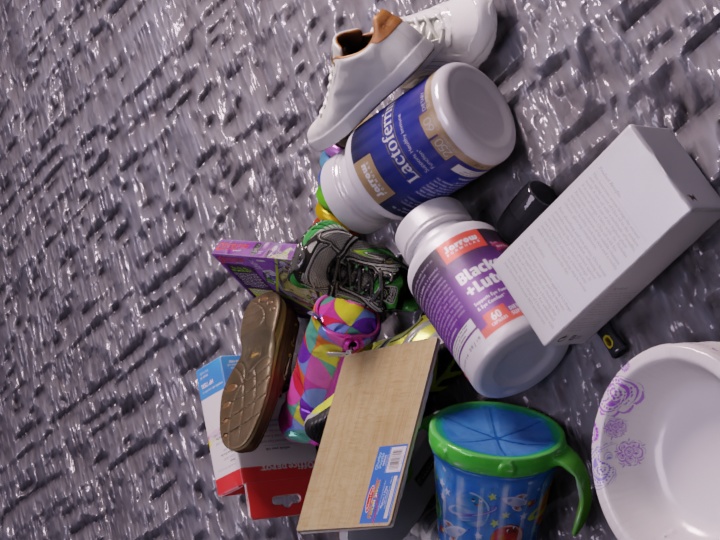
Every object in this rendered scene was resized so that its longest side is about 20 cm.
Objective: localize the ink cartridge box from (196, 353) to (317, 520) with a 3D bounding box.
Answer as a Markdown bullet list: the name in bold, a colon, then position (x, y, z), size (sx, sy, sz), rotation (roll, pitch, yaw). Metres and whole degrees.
- **ink cartridge box**: position (-0.121, 0.206, 1.784), size (0.067, 0.116, 0.201), rotation (-31, 65, 49)

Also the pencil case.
- **pencil case**: position (-0.037, 0.116, 1.679), size (0.088, 0.088, 0.200), rotation (56, 143, 36)

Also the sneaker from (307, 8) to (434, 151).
- **sneaker**: position (-0.009, -0.206, 1.549), size (0.085, 0.073, 0.200), rotation (42, 133, -8)

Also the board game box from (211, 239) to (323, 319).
- **board game box**: position (-0.082, 0.013, 1.746), size (0.200, 0.120, 0.032), rotation (6, 58, 52)

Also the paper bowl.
- **paper bowl**: position (0.300, 0.161, 1.246), size (0.200, 0.104, 0.202), rotation (1, 91, 52)

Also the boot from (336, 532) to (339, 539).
- **boot**: position (0.019, 0.229, 1.647), size (0.075, 0.073, 0.201), rotation (11, 96, 42)

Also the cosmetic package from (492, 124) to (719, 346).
- **cosmetic package**: position (0.226, -0.030, 1.346), size (0.200, 0.071, 0.102), rotation (-47, 61, 33)

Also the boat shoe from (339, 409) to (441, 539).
- **boat shoe**: position (0.035, 0.223, 1.539), size (0.064, 0.200, 0.071), rotation (-4, 122, 48)

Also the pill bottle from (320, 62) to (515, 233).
- **pill bottle**: position (0.056, -0.123, 1.540), size (0.200, 0.115, 0.116), rotation (-32, 64, 39)

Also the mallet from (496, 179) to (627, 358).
- **mallet**: position (0.197, 0.008, 1.442), size (0.066, 0.041, 0.200), rotation (-46, 59, 40)

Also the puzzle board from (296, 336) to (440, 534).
- **puzzle board**: position (0.010, 0.170, 1.488), size (0.150, 0.017, 0.201), rotation (-15, 52, 49)

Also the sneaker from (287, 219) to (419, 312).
- **sneaker**: position (0.000, 0.000, 1.573), size (0.085, 0.200, 0.078), rotation (30, 102, 37)

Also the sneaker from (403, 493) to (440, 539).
- **sneaker**: position (0.080, 0.298, 1.577), size (0.200, 0.075, 0.116), rotation (20, 129, 39)

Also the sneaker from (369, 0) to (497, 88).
- **sneaker**: position (0.062, -0.243, 1.565), size (0.200, 0.099, 0.078), rotation (-21, 73, 50)

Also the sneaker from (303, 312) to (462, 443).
- **sneaker**: position (0.024, 0.123, 1.603), size (0.200, 0.075, 0.077), rotation (-33, 42, 10)

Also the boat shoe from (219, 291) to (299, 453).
- **boat shoe**: position (-0.111, 0.126, 1.735), size (0.072, 0.068, 0.201), rotation (-11, 55, 37)

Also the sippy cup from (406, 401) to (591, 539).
- **sippy cup**: position (0.130, 0.215, 1.454), size (0.178, 0.139, 0.131), rotation (34, 125, 55)

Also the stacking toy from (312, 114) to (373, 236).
- **stacking toy**: position (-0.018, -0.079, 1.695), size (0.085, 0.085, 0.201), rotation (42, 128, 44)

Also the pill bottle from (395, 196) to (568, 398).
- **pill bottle**: position (0.116, 0.021, 1.482), size (0.200, 0.111, 0.112), rotation (57, 131, 35)
